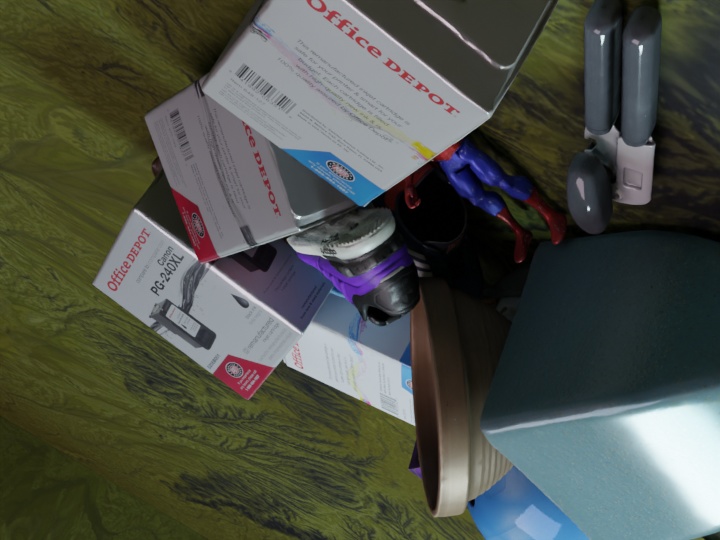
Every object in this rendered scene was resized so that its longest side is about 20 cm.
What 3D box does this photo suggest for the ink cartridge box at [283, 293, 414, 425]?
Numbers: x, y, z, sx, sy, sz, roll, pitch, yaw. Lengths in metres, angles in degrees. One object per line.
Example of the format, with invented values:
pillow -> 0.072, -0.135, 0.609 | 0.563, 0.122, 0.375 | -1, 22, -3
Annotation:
ink cartridge box -> 0.014, 0.077, 1.398 | 0.198, 0.085, 0.145 | 22, 154, 16

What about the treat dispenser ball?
treat dispenser ball -> 0.197, 0.194, 1.263 | 0.199, 0.202, 0.201 | 25, 156, 12

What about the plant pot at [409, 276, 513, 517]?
plant pot -> 0.097, 0.104, 1.110 | 0.092, 0.203, 0.201 | -3, 154, -3

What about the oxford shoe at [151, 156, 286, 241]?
oxford shoe -> -0.142, -0.049, 1.364 | 0.073, 0.071, 0.201 | 3, 133, 53

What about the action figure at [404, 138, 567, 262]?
action figure -> 0.076, -0.069, 1.027 | 0.065, 0.099, 0.200 | -29, 117, 38

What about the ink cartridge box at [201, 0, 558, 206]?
ink cartridge box -> 0.015, -0.163, 0.857 | 0.147, 0.145, 0.200 | 36, 156, -13

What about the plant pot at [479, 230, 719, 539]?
plant pot -> 0.247, 0.085, 1.028 | 0.199, 0.197, 0.196 | -18, 129, 44

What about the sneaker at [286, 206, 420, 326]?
sneaker -> 0.000, 0.000, 1.107 | 0.100, 0.069, 0.200 | 59, 172, -13

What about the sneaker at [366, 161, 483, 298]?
sneaker -> 0.068, -0.026, 1.134 | 0.084, 0.075, 0.200 | 26, 160, 48

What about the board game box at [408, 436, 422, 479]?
board game box -> 0.136, 0.121, 1.197 | 0.199, 0.121, 0.032 | -19, 135, 42

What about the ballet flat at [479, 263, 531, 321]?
ballet flat -> 0.136, 0.044, 1.215 | 0.067, 0.064, 0.200 | 33, 156, -18

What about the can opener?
can opener -> 0.173, -0.096, 0.899 | 0.053, 0.067, 0.201 | 20, 154, 21

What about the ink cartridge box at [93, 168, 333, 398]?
ink cartridge box -> -0.147, 0.011, 1.283 | 0.199, 0.084, 0.145 | 36, 138, -4

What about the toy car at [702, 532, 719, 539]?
toy car -> 0.394, 0.243, 1.199 | 0.157, 0.166, 0.200 | 12, 159, 36

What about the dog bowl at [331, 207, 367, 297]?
dog bowl -> 0.004, -0.021, 1.262 | 0.111, 0.050, 0.199 | 42, 153, -23

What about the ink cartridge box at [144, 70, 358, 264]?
ink cartridge box -> -0.089, -0.098, 1.107 | 0.199, 0.083, 0.147 | -14, 96, 58
